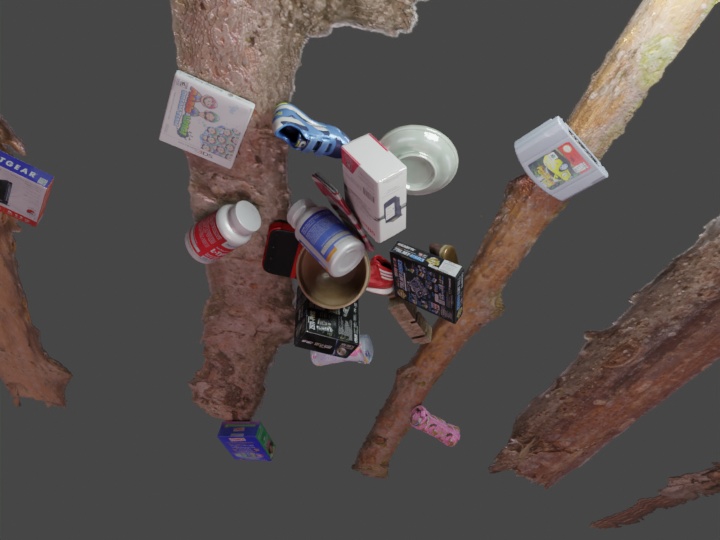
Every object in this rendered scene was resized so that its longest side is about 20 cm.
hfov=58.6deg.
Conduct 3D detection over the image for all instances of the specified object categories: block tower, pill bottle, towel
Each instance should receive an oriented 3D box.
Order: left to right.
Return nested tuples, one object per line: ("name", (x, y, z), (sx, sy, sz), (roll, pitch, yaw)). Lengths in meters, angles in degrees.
("pill bottle", (-0.357, -0.103, 1.676), (0.200, 0.113, 0.112), (-25, 128, 34))
("pill bottle", (-0.091, -0.087, 1.581), (0.200, 0.112, 0.112), (46, 146, 25))
("towel", (-0.043, -0.142, 1.562), (0.023, 0.144, 0.200), (-38, 129, -5))
("block tower", (0.145, 0.139, 1.888), (0.054, 0.058, 0.200), (-16, 131, 25))

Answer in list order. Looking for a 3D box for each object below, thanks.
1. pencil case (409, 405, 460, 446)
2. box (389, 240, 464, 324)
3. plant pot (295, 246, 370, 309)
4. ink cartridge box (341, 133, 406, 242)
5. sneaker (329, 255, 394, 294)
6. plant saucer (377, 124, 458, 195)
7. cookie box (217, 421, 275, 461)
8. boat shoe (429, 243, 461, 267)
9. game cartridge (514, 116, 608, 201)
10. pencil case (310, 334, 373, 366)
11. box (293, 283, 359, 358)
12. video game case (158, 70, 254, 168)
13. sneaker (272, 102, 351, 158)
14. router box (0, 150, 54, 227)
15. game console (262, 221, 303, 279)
("pencil case", (0.269, 0.561, 2.312), (0.200, 0.087, 0.083), (34, 102, -25))
("box", (0.176, 0.032, 1.703), (0.198, 0.050, 0.200), (25, 147, 27))
("plant pot", (-0.063, -0.004, 1.694), (0.200, 0.093, 0.202), (2, 96, 16))
("ink cartridge box", (0.032, -0.185, 1.469), (0.084, 0.145, 0.200), (-29, 146, -19))
("sneaker", (0.000, 0.000, 1.763), (0.199, 0.079, 0.116), (2, 131, -9))
("plant saucer", (0.125, -0.239, 1.479), (0.199, 0.050, 0.201), (5, 138, 5))
("cookie box", (-0.458, 0.692, 2.600), (0.170, 0.075, 0.200), (-3, 137, 15))
("boat shoe", (0.224, 0.001, 1.722), (0.072, 0.072, 0.200), (20, 151, 34))
("game cartridge", (0.440, -0.240, 1.428), (0.200, 0.041, 0.133), (37, 136, -27))
("pencil case", (-0.059, 0.254, 2.032), (0.199, 0.083, 0.091), (-5, 114, 18))
("box", (-0.093, 0.126, 1.796), (0.163, 0.201, 0.086), (17, 139, -22))
("video game case", (-0.357, -0.342, 1.479), (0.181, 0.024, 0.200), (22, 137, -13))
("sneaker", (-0.111, -0.294, 1.440), (0.199, 0.082, 0.074), (22, 136, -16))
("router box", (-0.935, -0.226, 1.700), (0.199, 0.049, 0.180), (27, 136, -18))
("game console", (-0.176, -0.048, 1.769), (0.176, 0.031, 0.200), (10, 139, -10))
